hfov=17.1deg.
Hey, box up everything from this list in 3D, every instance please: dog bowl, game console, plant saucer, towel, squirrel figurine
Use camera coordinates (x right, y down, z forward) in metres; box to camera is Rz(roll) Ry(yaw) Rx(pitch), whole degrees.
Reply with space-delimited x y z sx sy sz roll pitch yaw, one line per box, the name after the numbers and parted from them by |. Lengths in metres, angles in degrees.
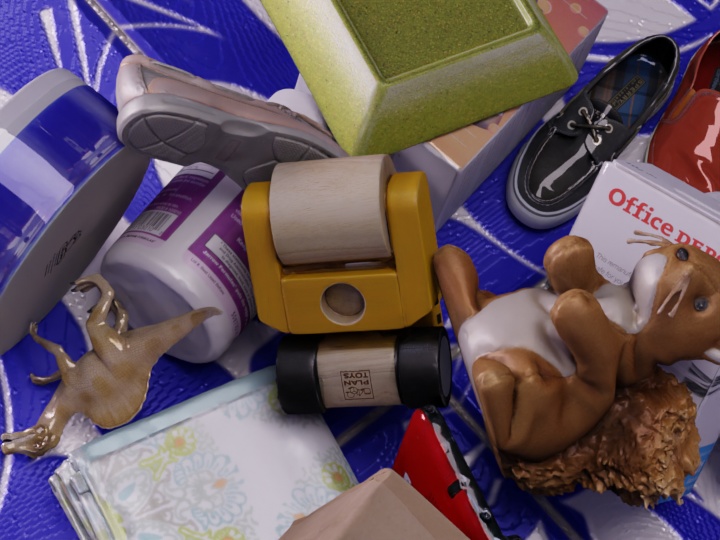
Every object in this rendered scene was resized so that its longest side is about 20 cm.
-0.233 -0.037 1.657 0.079 0.200 0.200 37 61 5 | dog bowl
0.107 0.181 1.614 0.118 0.200 0.173 -20 68 -17 | game console
0.039 -0.200 1.768 0.199 0.048 0.200 -21 70 -21 | plant saucer
-0.096 0.171 1.668 0.199 0.048 0.172 -22 73 -22 | towel
0.168 0.063 1.602 0.186 0.201 0.142 -19 35 0 | squirrel figurine

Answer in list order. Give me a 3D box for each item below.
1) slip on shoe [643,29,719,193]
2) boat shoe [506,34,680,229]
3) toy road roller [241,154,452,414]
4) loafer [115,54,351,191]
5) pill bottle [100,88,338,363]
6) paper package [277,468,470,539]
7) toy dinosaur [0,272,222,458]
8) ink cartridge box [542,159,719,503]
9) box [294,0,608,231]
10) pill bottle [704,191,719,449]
0.273 -0.115 1.887 0.074 0.061 0.201 22 59 2 | slip on shoe
0.183 -0.115 1.872 0.069 0.057 0.200 37 61 8 | boat shoe
0.000 0.000 1.678 0.122 0.201 0.146 -4 26 13 | toy road roller
-0.081 -0.099 1.647 0.199 0.072 0.063 18 47 -37 | loafer
-0.089 -0.037 1.740 0.112 0.112 0.200 36 61 8 | pill bottle
0.029 0.242 1.544 0.200 0.191 0.104 44 64 -3 | paper package
-0.171 0.057 1.674 0.200 0.058 0.101 -36 61 18 | toy dinosaur
0.204 0.042 1.695 0.146 0.201 0.086 32 15 25 | ink cartridge box
0.066 -0.158 1.840 0.152 0.106 0.200 38 62 9 | box
0.274 0.053 1.773 0.111 0.112 0.201 -15 66 -19 | pill bottle
